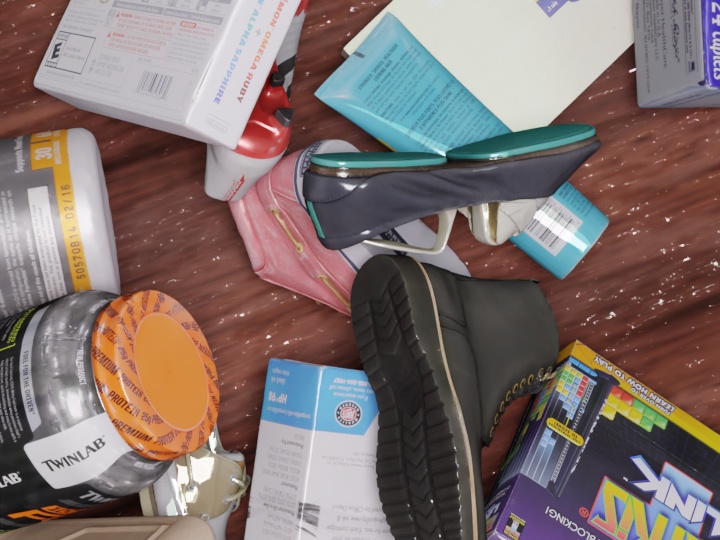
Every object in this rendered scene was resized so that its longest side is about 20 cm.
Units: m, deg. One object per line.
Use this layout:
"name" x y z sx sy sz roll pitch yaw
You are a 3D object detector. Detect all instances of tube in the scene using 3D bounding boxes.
"tube" 0.070 -0.077 1.063 0.200 0.050 0.078 41 67 0

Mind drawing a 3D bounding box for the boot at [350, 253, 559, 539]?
"boot" 0.079 0.088 0.996 0.138 0.077 0.202 4 71 -38

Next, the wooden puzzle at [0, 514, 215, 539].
"wooden puzzle" -0.203 0.202 0.949 0.185 0.199 0.037 -39 116 -43

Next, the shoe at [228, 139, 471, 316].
"shoe" 0.000 0.000 1.070 0.200 0.091 0.072 50 51 -28

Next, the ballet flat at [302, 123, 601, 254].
"ballet flat" 0.057 -0.046 1.000 0.198 0.073 0.074 -9 89 -24

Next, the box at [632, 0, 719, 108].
"box" 0.285 -0.202 1.070 0.198 0.105 0.186 -2 89 -16

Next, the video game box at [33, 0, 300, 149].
"video game box" -0.106 -0.176 1.004 0.047 0.199 0.183 24 87 -38

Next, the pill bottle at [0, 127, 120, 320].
"pill bottle" -0.254 -0.017 1.017 0.198 0.116 0.117 -9 89 -7

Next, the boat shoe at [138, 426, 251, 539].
"boat shoe" -0.105 0.134 1.047 0.068 0.075 0.202 -18 89 -1

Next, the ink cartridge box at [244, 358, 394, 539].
"ink cartridge box" -0.010 0.163 1.038 0.115 0.066 0.202 10 86 -36

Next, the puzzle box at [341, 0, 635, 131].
"puzzle box" 0.102 -0.165 1.103 0.200 0.025 0.133 -43 93 -6

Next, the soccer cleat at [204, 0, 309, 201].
"soccer cleat" -0.072 -0.134 1.045 0.068 0.085 0.201 14 50 -18

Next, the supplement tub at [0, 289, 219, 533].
"supplement tub" -0.190 0.086 0.977 0.199 0.122 0.123 -19 90 28

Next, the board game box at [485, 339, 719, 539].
"board game box" 0.181 0.165 1.045 0.199 0.057 0.166 33 49 -4
